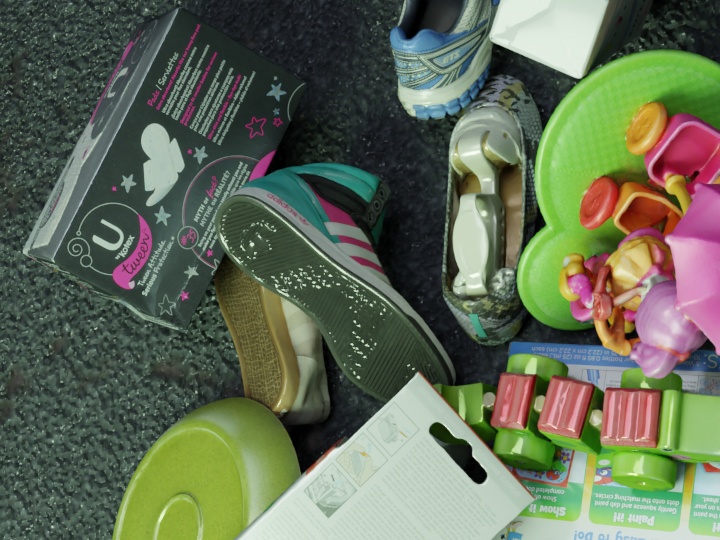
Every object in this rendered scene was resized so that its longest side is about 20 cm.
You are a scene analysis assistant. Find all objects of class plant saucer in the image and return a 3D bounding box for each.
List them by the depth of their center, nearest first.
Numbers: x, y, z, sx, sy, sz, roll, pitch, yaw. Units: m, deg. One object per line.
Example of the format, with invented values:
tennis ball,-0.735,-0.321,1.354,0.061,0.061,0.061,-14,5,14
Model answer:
plant saucer,-0.114,0.181,1.072,0.199,0.031,0.202,-24,57,42

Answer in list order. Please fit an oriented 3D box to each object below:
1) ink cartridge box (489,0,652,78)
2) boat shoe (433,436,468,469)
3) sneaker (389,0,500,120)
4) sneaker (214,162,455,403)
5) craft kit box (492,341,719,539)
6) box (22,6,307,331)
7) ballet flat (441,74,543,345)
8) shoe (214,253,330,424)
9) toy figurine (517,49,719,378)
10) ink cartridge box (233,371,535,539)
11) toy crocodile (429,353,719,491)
ink cartridge box,0.158,-0.207,1.027,0.067,0.200,0.116,24,115,14
boat shoe,-0.015,0.168,1.041,0.200,0.071,0.064,-46,57,7
sneaker,0.078,-0.207,1.121,0.076,0.085,0.201,8,59,30
sneaker,0.000,0.000,1.097,0.200,0.121,0.084,44,126,-3
craft kit box,0.173,0.147,0.965,0.198,0.048,0.200,2,69,29
box,-0.147,-0.074,1.156,0.202,0.114,0.132,-63,21,-8
ballet flat,0.088,-0.053,1.077,0.071,0.072,0.203,-7,67,25
shoe,-0.063,0.024,1.143,0.070,0.053,0.202,-44,47,40
toy figurine,0.179,-0.006,0.926,0.201,0.149,0.185,-57,20,20
ink cartridge box,0.000,0.166,0.968,0.200,0.050,0.109,-44,87,4
toy crocodile,0.134,0.088,0.949,0.198,0.062,0.068,5,72,29
